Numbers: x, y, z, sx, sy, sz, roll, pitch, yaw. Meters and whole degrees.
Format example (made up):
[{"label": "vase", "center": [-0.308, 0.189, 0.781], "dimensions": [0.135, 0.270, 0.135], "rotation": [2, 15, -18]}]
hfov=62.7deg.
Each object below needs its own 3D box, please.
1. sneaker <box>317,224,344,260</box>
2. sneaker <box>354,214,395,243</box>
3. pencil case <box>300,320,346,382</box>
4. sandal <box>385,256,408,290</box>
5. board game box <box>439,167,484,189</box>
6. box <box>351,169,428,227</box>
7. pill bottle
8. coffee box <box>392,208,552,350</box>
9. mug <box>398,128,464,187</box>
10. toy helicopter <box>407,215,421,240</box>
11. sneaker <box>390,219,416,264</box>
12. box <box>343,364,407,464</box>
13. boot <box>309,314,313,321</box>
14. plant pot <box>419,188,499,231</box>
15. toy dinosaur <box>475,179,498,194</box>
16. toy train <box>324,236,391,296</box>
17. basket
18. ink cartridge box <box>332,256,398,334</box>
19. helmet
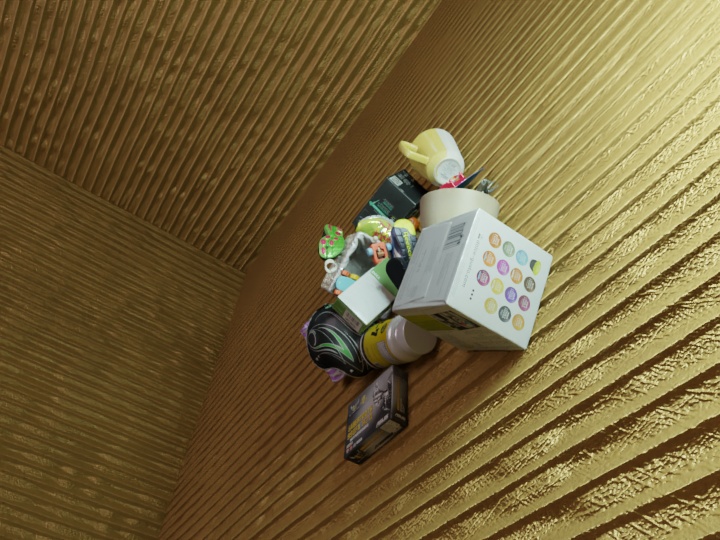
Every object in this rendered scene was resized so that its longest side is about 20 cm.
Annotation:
[{"label": "sneaker", "center": [-0.088, -0.069, 1.752], "dimensions": [0.200, 0.076, 0.084], "rotation": [-80, 5, -67]}, {"label": "sneaker", "center": [0.079, -0.100, 1.741], "dimensions": [0.078, 0.199, 0.091], "rotation": [120, 154, -45]}, {"label": "pencil case", "center": [-0.099, 0.229, 1.720], "dimensions": [0.084, 0.201, 0.085], "rotation": [-31, 0, -28]}, {"label": "sandal", "center": [0.121, 0.055, 1.423], "dimensions": [0.200, 0.043, 0.076], "rotation": [50, 126, 23]}, {"label": "board game box", "center": [0.237, -0.223, 1.565], "dimensions": [0.158, 0.039, 0.200], "rotation": [-36, -4, -11]}, {"label": "box", "center": [0.096, -0.193, 1.850], "dimensions": [0.200, 0.124, 0.148], "rotation": [-50, -8, 32]}, {"label": "pill bottle", "center": [0.091, 0.169, 1.426], "dimensions": [0.200, 0.114, 0.115], "rotation": [-30, 36, 57]}, {"label": "coffee box", "center": [0.217, 0.029, 1.158], "dimensions": [0.200, 0.197, 0.201], "rotation": [-17, 47, 63]}, {"label": "mug", "center": [0.216, -0.316, 1.738], "dimensions": [0.153, 0.185, 0.150], "rotation": [-110, 7, -56]}, {"label": "toy helicopter", "center": [0.211, -0.112, 1.622], "dimensions": [0.132, 0.079, 0.200], "rotation": [-48, 31, 11]}, {"label": "sneaker", "center": [0.124, -0.037, 1.629], "dimensions": [0.082, 0.074, 0.201], "rotation": [151, 114, -71]}, {"label": "box", "center": [0.036, 0.346, 1.416], "dimensions": [0.200, 0.048, 0.159], "rotation": [-48, 23, 34]}, {"label": "boot", "center": [-0.046, 0.164, 1.823], "dimensions": [0.150, 0.200, 0.074], "rotation": [-1, 84, 31]}, {"label": "plant pot", "center": [0.220, -0.058, 1.358], "dimensions": [0.187, 0.186, 0.201], "rotation": [-25, 55, 61]}, {"label": "toy dinosaur", "center": [0.263, -0.161, 1.511], "dimensions": [0.200, 0.102, 0.077], "rotation": [134, 134, -64]}, {"label": "toy train", "center": [0.000, 0.000, 1.617], "dimensions": [0.199, 0.151, 0.056], "rotation": [-19, -1, -17]}, {"label": "basket", "center": [0.014, 0.013, 1.732], "dimensions": [0.201, 0.198, 0.161], "rotation": [-63, 16, -4]}, {"label": "ink cartridge box", "center": [0.033, 0.063, 1.534], "dimensions": [0.200, 0.104, 0.059], "rotation": [-39, -13, -34]}, {"label": "helmet", "center": [-0.031, 0.183, 1.589], "dimensions": [0.190, 0.200, 0.201], "rotation": [1, 59, 37]}]
